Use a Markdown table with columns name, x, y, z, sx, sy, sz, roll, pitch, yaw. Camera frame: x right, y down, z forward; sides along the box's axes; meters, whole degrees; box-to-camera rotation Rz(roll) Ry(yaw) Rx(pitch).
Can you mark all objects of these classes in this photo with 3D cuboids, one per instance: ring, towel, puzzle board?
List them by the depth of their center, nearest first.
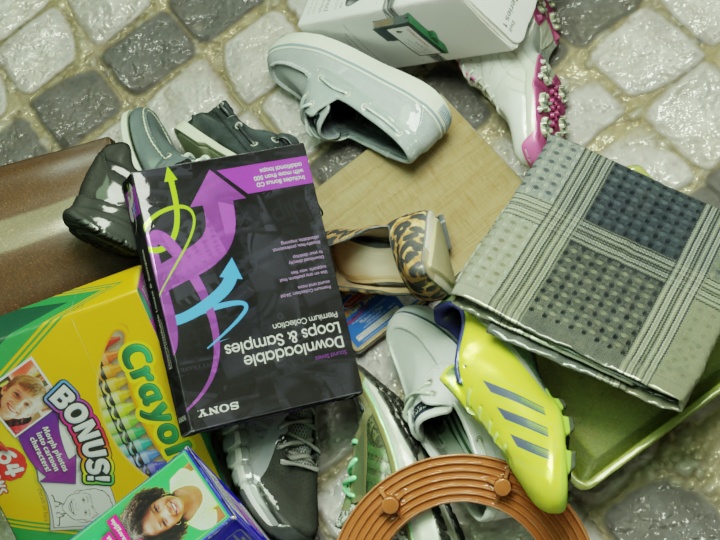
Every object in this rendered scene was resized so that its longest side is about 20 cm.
| name | x | y | z | sx | sy | sz | roll | pitch | yaw |
| --- | --- | --- | --- | --- | --- | --- | --- | --- | --- |
| ring | 0.074 | 0.233 | 1.170 | 0.198 | 0.019 | 0.202 | 0 | 89 | 5 |
| towel | 0.184 | 0.001 | 1.211 | 0.191 | 0.035 | 0.200 | 26 | 52 | 13 |
| puzzle board | 0.035 | -0.041 | 1.375 | 0.200 | 0.017 | 0.151 | -38 | 61 | -4 |

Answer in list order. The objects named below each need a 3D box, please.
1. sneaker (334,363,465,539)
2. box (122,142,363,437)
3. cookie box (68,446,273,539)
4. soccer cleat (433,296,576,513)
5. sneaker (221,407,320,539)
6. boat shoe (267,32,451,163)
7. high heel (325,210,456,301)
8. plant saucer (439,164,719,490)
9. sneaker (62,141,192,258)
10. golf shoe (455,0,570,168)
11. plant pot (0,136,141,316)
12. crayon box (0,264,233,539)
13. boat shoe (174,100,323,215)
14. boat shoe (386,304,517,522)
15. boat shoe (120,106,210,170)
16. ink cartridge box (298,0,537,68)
| name | x | y | z | sx | sy | sz | roll | pitch | yaw |
| --- | --- | --- | --- | --- | --- | --- | --- | --- | --- |
| sneaker | 0.010 | 0.163 | 1.251 | 0.088 | 0.077 | 0.201 | -28 | 57 | 11 |
| box | -0.088 | 0.013 | 1.229 | 0.142 | 0.036 | 0.202 | -12 | 84 | -22 |
| cookie box | -0.159 | 0.246 | 1.198 | 0.200 | 0.171 | 0.075 | -38 | 57 | -5 |
| soccer cleat | 0.102 | 0.096 | 1.178 | 0.083 | 0.065 | 0.201 | -6 | 48 | -9 |
| sneaker | -0.050 | 0.107 | 1.274 | 0.115 | 0.075 | 0.201 | -35 | 57 | 21 |
| boat shoe | -0.016 | -0.146 | 1.400 | 0.200 | 0.070 | 0.072 | 25 | 64 | 34 |
| high heel | 0.000 | 0.000 | 1.261 | 0.141 | 0.200 | 0.072 | -14 | 97 | 6 |
| plant saucer | 0.196 | 0.047 | 1.263 | 0.199 | 0.048 | 0.200 | -36 | 59 | -2 |
| sneaker | -0.130 | -0.035 | 1.278 | 0.076 | 0.199 | 0.091 | -4 | 63 | 59 |
| golf shoe | 0.127 | -0.165 | 1.386 | 0.091 | 0.075 | 0.201 | -15 | 54 | 22 |
| plant pot | -0.274 | -0.008 | 1.361 | 0.197 | 0.201 | 0.201 | -20 | 59 | -4 |
| crayon box | -0.212 | 0.120 | 1.269 | 0.171 | 0.201 | 0.058 | -19 | 21 | 7 |
| boat shoe | -0.083 | -0.094 | 1.399 | 0.066 | 0.075 | 0.199 | -40 | 40 | -15 |
| boat shoe | 0.068 | 0.105 | 1.239 | 0.066 | 0.074 | 0.200 | -10 | 48 | -38 |
| boat shoe | -0.144 | -0.068 | 1.406 | 0.062 | 0.073 | 0.201 | -34 | 66 | 13 |
| ink cartridge box | 0.061 | -0.258 | 1.395 | 0.199 | 0.084 | 0.147 | -3 | 59 | 46 |
